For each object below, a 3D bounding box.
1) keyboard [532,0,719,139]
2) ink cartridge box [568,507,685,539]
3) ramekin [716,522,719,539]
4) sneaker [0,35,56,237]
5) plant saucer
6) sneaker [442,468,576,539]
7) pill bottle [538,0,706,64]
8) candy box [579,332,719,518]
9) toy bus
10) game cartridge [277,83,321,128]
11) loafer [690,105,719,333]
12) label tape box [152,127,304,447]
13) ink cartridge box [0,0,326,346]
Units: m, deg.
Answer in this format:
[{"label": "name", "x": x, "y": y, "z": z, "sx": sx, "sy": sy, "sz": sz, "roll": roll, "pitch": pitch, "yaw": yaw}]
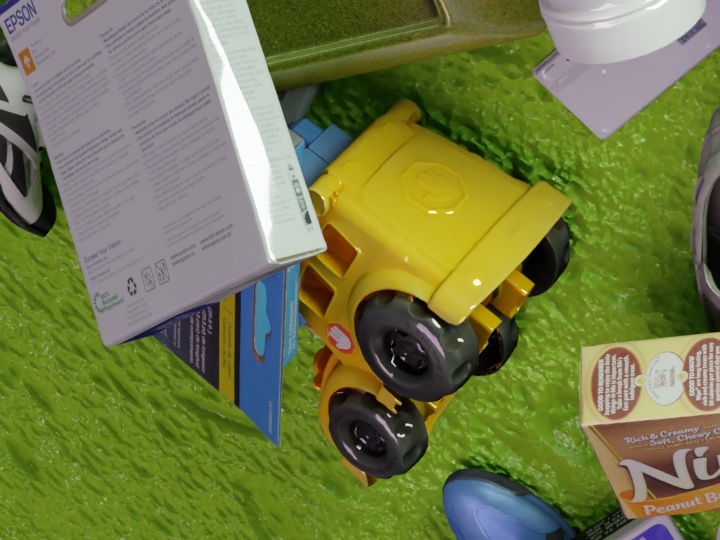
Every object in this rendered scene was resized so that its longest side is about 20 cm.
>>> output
[{"label": "keyboard", "x": 0.166, "y": -0.135, "z": 1.474, "sx": 0.056, "sy": 0.011, "sz": 0.200, "roll": 38, "pitch": 138, "yaw": -11}, {"label": "ink cartridge box", "x": 0.149, "y": 0.268, "z": 1.738, "sx": 0.198, "sy": 0.043, "sz": 0.200, "roll": -32, "pitch": 109, "yaw": 2}, {"label": "ramekin", "x": 0.291, "y": 0.211, "z": 1.633, "sx": 0.199, "sy": 0.105, "sz": 0.201, "roll": 17, "pitch": 135, "yaw": 18}, {"label": "sneaker", "x": -0.216, "y": -0.094, "z": 1.708, "sx": 0.074, "sy": 0.088, "sz": 0.200, "roll": 40, "pitch": 169, "yaw": 32}, {"label": "plant saucer", "x": -0.027, "y": -0.185, "z": 1.490, "sx": 0.199, "sy": 0.048, "sz": 0.201, "roll": -10, "pitch": 116, "yaw": 29}, {"label": "sneaker", "x": 0.113, "y": 0.214, "z": 1.771, "sx": 0.066, "sy": 0.078, "sz": 0.200, "roll": -21, "pitch": 113, "yaw": 46}, {"label": "pill bottle", "x": 0.103, "y": -0.205, "z": 1.372, "sx": 0.112, "sy": 0.112, "sz": 0.201, "roll": 0, "pitch": 126, "yaw": 32}, {"label": "candy box", "x": 0.229, "y": 0.081, "z": 1.530, "sx": 0.199, "sy": 0.055, "sz": 0.116, "roll": -6, "pitch": 147, "yaw": 17}, {"label": "toy bus", "x": 0.000, "y": 0.000, "z": 1.613, "sx": 0.192, "sy": 0.136, "sz": 0.200, "roll": 36, "pitch": 140, "yaw": 8}, {"label": "game cartridge", "x": -0.093, "y": -0.120, "z": 1.631, "sx": 0.133, "sy": 0.041, "sz": 0.200, "roll": 33, "pitch": 138, "yaw": -4}, {"label": "loafer", "x": 0.209, "y": -0.001, "z": 1.517, "sx": 0.070, "sy": 0.070, "sz": 0.201, "roll": 8, "pitch": 133, "yaw": 23}, {"label": "label tape box", "x": -0.076, "y": -0.017, "z": 1.552, "sx": 0.200, "sy": 0.063, "sz": 0.145, "roll": 38, "pitch": 136, "yaw": 41}, {"label": "ink cartridge box", "x": -0.108, "y": -0.077, "z": 1.472, "sx": 0.199, "sy": 0.040, "sz": 0.201, "roll": -24, "pitch": 84, "yaw": 56}]
